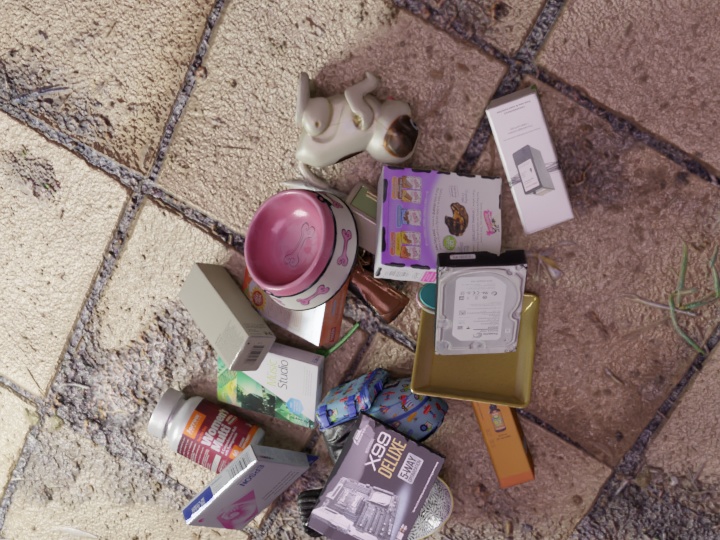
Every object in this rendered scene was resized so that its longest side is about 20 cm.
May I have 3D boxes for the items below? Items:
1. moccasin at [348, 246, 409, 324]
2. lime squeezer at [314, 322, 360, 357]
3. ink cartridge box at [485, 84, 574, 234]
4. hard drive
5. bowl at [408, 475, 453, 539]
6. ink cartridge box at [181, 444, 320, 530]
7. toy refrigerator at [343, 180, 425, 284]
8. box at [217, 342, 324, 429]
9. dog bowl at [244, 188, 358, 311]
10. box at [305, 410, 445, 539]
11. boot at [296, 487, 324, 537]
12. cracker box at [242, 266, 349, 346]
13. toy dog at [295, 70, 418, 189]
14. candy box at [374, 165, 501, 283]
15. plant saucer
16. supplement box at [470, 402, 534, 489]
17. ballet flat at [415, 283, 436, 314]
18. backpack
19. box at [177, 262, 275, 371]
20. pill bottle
[{"bbox_3d":[0.000,0.000,1.667,0.201,0.074,0.078,43,87,17],"label":"moccasin"},{"bbox_3d":[-0.087,0.145,1.755,0.196,0.038,0.072,-11,72,15],"label":"lime squeezer"},{"bbox_3d":[0.267,-0.177,1.530,0.083,0.146,0.203,-17,101,14],"label":"ink cartridge box"},{"bbox_3d":[0.185,0.054,1.532,0.137,0.038,0.202,-1,135,0],"label":"hard drive"},{"bbox_3d":[0.063,0.384,1.736,0.197,0.095,0.204,-1,126,-2],"label":"bowl"},{"bbox_3d":[-0.190,0.398,1.761,0.196,0.199,0.044,-45,53,19],"label":"ink cartridge box"},{"bbox_3d":[0.060,-0.062,1.629,0.198,0.076,0.070,31,135,3],"label":"toy refrigerator"},{"bbox_3d":[-0.164,0.195,1.750,0.197,0.036,0.147,15,123,15],"label":"box"},{"bbox_3d":[-0.104,-0.041,1.573,0.197,0.073,0.204,-11,70,31],"label":"dog bowl"},{"bbox_3d":[0.026,0.350,1.555,0.156,0.050,0.202,27,89,7],"label":"box"},{"bbox_3d":[-0.009,0.433,1.656,0.155,0.080,0.214,-20,119,4],"label":"boot"},{"bbox_3d":[-0.113,0.028,1.665,0.198,0.057,0.136,25,112,36],"label":"cracker box"},{"bbox_3d":[-0.004,-0.229,1.570,0.196,0.140,0.198,5,86,2],"label":"toy dog"},{"bbox_3d":[0.125,-0.069,1.560,0.196,0.072,0.171,5,70,-7],"label":"candy box"},{"bbox_3d":[0.194,0.130,1.638,0.196,0.049,0.203,6,65,10],"label":"plant saucer"},{"bbox_3d":[0.245,0.272,1.699,0.065,0.069,0.203,-17,103,14],"label":"supplement box"},{"bbox_3d":[0.182,0.035,1.616,0.197,0.071,0.070,-18,76,-13],"label":"ballet flat"},{"bbox_3d":[0.044,0.244,1.668,0.198,0.182,0.136,-24,95,22],"label":"backpack"},{"bbox_3d":[-0.234,0.079,1.689,0.201,0.068,0.083,50,118,34],"label":"box"},{"bbox_3d":[-0.284,0.300,1.791,0.197,0.110,0.111,26,109,3],"label":"pill bottle"}]
